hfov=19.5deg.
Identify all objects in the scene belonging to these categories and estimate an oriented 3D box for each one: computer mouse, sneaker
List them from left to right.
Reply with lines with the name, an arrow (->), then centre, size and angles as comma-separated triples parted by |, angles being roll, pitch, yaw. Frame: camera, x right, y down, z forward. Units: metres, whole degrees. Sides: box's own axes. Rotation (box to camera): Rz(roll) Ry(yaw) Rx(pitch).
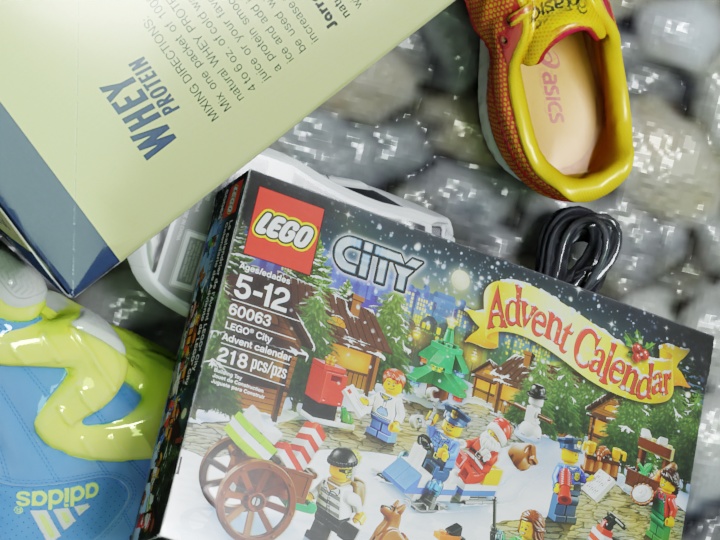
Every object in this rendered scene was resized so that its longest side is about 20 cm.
sneaker -> -0.142, 0.045, 0.763 | 0.200, 0.076, 0.105 | 35, 88, -22
computer mouse -> 0.000, 0.000, 0.819 | 0.199, 0.044, 0.110 | 20, 89, -20
sneaker -> 0.066, -0.123, 0.805 | 0.073, 0.077, 0.201 | -24, 105, -12

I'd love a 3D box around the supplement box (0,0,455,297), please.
supplement box -> -0.091, -0.136, 0.715 | 0.200, 0.134, 0.200 | -39, 110, -9

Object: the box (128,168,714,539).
box -> 0.027, 0.061, 0.770 | 0.199, 0.038, 0.137 | 19, 72, -19
